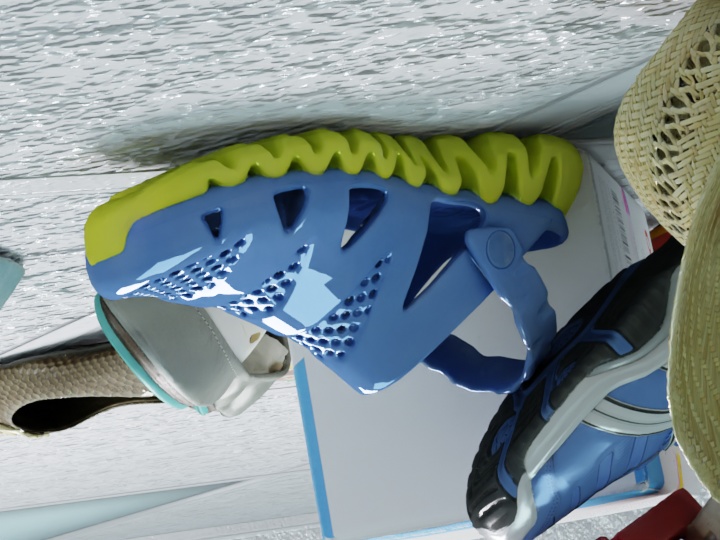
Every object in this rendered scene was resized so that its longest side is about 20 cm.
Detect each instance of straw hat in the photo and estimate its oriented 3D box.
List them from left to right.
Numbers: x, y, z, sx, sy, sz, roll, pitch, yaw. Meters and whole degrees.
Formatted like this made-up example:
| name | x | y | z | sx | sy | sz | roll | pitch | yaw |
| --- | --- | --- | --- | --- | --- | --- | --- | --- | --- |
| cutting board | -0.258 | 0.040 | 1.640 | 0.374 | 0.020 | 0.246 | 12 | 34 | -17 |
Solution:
| name | x | y | z | sx | sy | sz | roll | pitch | yaw |
| --- | --- | --- | --- | --- | --- | --- | --- | --- | --- |
| straw hat | 0.119 | -0.035 | 0.747 | 0.085 | 0.202 | 0.201 | 32 | -160 | 35 |

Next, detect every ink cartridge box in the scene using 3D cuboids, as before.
| name | x | y | z | sx | sy | sz | roll | pitch | yaw |
| --- | --- | --- | --- | --- | --- | --- | --- | --- | --- |
| ink cartridge box | 0.056 | 0.039 | 1.070 | 0.125 | 0.129 | 0.200 | -12 | 171 | 11 |

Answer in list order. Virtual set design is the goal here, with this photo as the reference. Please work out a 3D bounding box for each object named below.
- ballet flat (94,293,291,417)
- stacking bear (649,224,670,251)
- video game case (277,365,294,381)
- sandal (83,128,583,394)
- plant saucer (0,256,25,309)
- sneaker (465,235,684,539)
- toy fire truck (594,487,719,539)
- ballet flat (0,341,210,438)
| name | x | y | z | sx | sy | sz | roll | pitch | yaw |
| --- | --- | --- | --- | --- | --- | --- | --- | --- | --- |
| ballet flat | -0.063 | 0.020 | 1.097 | 0.064 | 0.067 | 0.200 | -37 | 173 | -1 |
| stacking bear | 0.087 | 0.038 | 1.214 | 0.199 | 0.114 | 0.121 | -16 | 171 | 10 |
| video game case | 0.053 | 0.029 | 1.392 | 0.199 | 0.023 | 0.182 | -14 | 171 | 28 |
| sandal | 0.000 | 0.000 | 0.891 | 0.199 | 0.087 | 0.079 | -2 | 171 | -36 |
| plant saucer | -0.222 | 0.031 | 1.007 | 0.200 | 0.039 | 0.201 | -10 | 172 | -1 |
| sneaker | 0.120 | 0.028 | 0.925 | 0.200 | 0.077 | 0.076 | -43 | -171 | -4 |
| toy fire truck | 0.129 | 0.093 | 0.969 | 0.141 | 0.049 | 0.200 | -48 | 166 | 25 |
| ballet flat | -0.125 | 0.059 | 1.297 | 0.200 | 0.047 | 0.067 | -17 | 169 | 41 |
